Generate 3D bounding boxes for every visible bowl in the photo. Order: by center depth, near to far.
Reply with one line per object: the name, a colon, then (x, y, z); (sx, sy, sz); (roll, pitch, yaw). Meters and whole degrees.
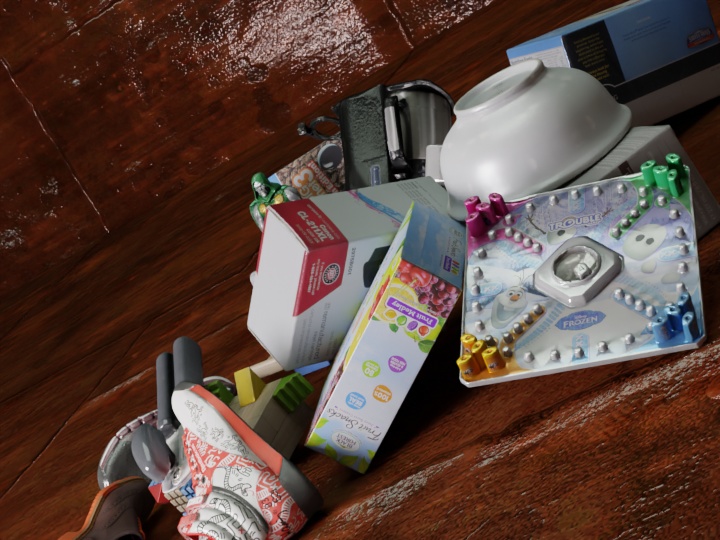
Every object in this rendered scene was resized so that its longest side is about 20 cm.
bowl: (0.150, -0.138, 1.481); (0.200, 0.091, 0.201); (-28, 16, 9)

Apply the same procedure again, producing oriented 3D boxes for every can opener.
can opener: (-0.186, 0.133, 1.520); (0.053, 0.067, 0.201); (-41, 32, 20)

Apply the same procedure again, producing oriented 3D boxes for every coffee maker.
coffee maker: (0.030, -0.100, 1.853); (0.191, 0.134, 0.202); (-23, 60, 42)

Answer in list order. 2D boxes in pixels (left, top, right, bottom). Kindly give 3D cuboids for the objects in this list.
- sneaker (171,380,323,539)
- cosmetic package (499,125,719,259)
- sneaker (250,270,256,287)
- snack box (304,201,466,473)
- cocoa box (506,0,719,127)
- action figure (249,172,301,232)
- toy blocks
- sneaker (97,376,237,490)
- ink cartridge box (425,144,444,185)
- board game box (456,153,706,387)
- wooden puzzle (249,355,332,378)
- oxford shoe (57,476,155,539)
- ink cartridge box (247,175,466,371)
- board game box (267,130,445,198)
sneaker: (-0.134, 0.184, 1.394); (0.108, 0.067, 0.201); (-43, 52, -16)
cosmetic package: (0.212, -0.033, 1.409); (0.200, 0.107, 0.090); (-39, 14, -14)
sneaker: (-0.051, 0.014, 1.775); (0.113, 0.076, 0.200); (-33, 16, -14)
snack box: (0.027, 0.058, 1.428); (0.201, 0.067, 0.169); (-62, 4, 21)
cocoa box: (0.291, -0.227, 1.757); (0.199, 0.132, 0.133); (-24, 9, -21)
action figure: (-0.074, -0.033, 1.899); (0.117, 0.201, 0.055); (-30, 14, 17)
toy blocks: (-0.135, 0.188, 1.529); (0.199, 0.100, 0.137); (-24, 26, 44)
sneaker: (-0.193, 0.180, 1.713); (0.200, 0.076, 0.115); (-41, 18, -30)
ink cartridge box: (0.189, -0.108, 1.687); (0.175, 0.045, 0.199); (2, 0, 28)
board game box: (0.176, -0.005, 1.284); (0.198, 0.026, 0.201); (-12, 45, 18)
wooden puzzle: (-0.012, 0.061, 1.767); (0.184, 0.047, 0.200); (-22, 13, 40)
oxford shoe: (-0.241, 0.270, 1.565); (0.072, 0.072, 0.200); (2, 23, 18)
ink cartridge box: (0.000, 0.000, 1.546); (0.198, 0.147, 0.083); (-12, 39, -32)
board game box: (0.005, -0.098, 1.988); (0.199, 0.160, 0.097); (-33, -3, 6)
